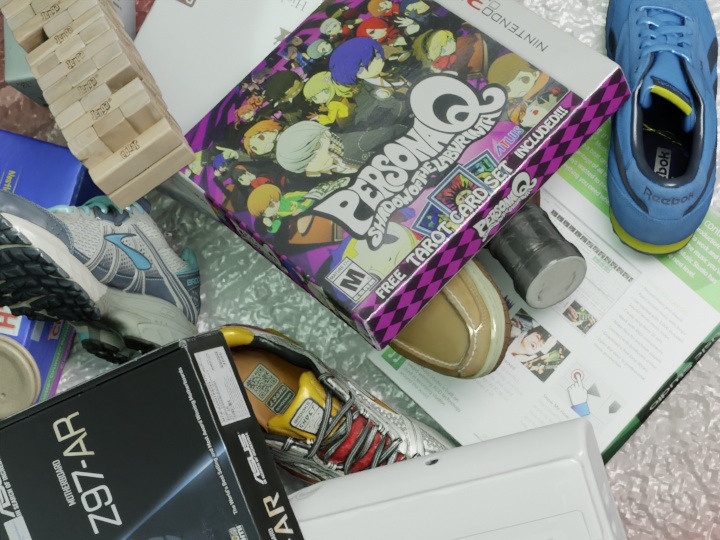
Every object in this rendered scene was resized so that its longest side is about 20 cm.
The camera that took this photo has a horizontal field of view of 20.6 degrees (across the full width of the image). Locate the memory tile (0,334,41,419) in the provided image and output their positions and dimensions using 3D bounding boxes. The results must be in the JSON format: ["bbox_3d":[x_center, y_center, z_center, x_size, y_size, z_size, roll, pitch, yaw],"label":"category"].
[{"bbox_3d":[-0.260,0.113,1.169,0.153,0.017,0.201,15,116,15],"label":"memory tile"}]

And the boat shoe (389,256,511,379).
[{"bbox_3d":[0.000,0.000,1.117,0.200,0.076,0.072,37,115,42],"label":"boat shoe"}]

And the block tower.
[{"bbox_3d":[-0.163,-0.131,1.133,0.058,0.054,0.200,-34,58,3],"label":"block tower"}]

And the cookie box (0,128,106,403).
[{"bbox_3d":[-0.268,-0.008,1.215,0.199,0.075,0.172,16,84,15],"label":"cookie box"}]

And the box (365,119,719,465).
[{"bbox_3d":[0.121,0.025,1.142,0.144,0.036,0.200,43,92,17],"label":"box"}]

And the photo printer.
[{"bbox_3d":[0.051,0.180,1.079,0.199,0.069,0.167,-16,104,15],"label":"photo printer"}]

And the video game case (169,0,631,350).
[{"bbox_3d":[0.017,-0.078,1.093,0.200,0.036,0.181,-44,55,-10],"label":"video game case"}]

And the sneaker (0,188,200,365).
[{"bbox_3d":[-0.160,-0.011,1.137,0.077,0.200,0.087,-2,66,29],"label":"sneaker"}]

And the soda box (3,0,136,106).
[{"bbox_3d":[-0.183,-0.208,1.240,0.068,0.064,0.201,-6,77,13],"label":"soda box"}]

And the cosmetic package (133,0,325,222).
[{"bbox_3d":[-0.073,-0.136,1.197,0.101,0.074,0.200,25,85,16],"label":"cosmetic package"}]

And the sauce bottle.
[{"bbox_3d":[0.060,-0.060,1.131,0.065,0.065,0.200,-38,58,4],"label":"sauce bottle"}]

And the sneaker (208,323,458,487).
[{"bbox_3d":[-0.017,0.099,1.133,0.200,0.082,0.078,31,86,13],"label":"sneaker"}]

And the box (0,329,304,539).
[{"bbox_3d":[-0.111,0.153,1.066,0.160,0.044,0.201,-23,85,26],"label":"box"}]

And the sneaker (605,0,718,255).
[{"bbox_3d":[0.173,-0.110,1.113,0.066,0.079,0.201,5,62,1],"label":"sneaker"}]
